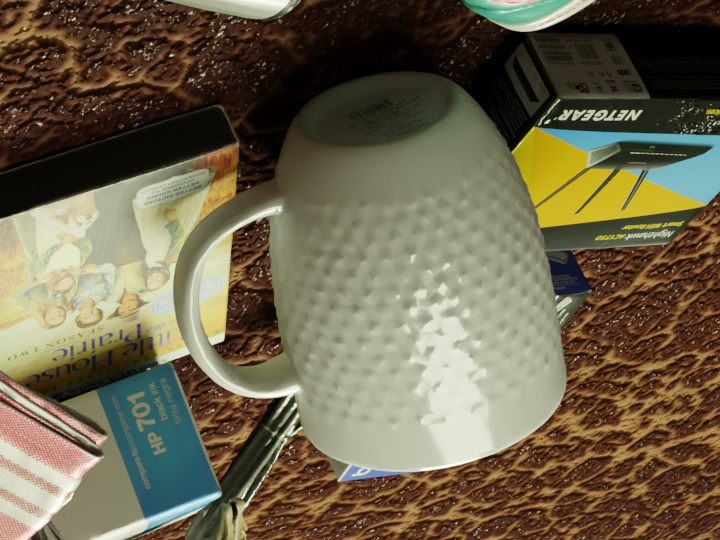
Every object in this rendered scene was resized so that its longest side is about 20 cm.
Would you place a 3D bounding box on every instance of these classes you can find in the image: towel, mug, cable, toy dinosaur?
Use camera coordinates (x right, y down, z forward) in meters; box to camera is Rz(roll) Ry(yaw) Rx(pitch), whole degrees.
[{"bbox_3d":[-0.242,0.116,1.274,0.146,0.030,0.200,35,109,-25],"label":"towel"},{"bbox_3d":[0.000,0.000,1.328,0.200,0.148,0.176,-16,118,-10],"label":"mug"},{"bbox_3d":[-0.032,0.088,1.502,0.200,0.050,0.097,-57,178,-7],"label":"cable"},{"bbox_3d":[-0.142,0.189,1.435,0.200,0.058,0.101,-26,175,36],"label":"toy dinosaur"}]

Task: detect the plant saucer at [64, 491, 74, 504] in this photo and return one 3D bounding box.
[{"bbox_3d":[-0.280,0.085,1.283,0.200,0.037,0.200,-30,120,5],"label":"plant saucer"}]

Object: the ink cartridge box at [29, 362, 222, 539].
[{"bbox_3d":[-0.191,0.131,1.430,0.200,0.086,0.146,-19,174,-13],"label":"ink cartridge box"}]

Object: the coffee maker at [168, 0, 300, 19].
[{"bbox_3d":[-0.097,-0.184,0.954,0.200,0.135,0.192,-5,145,-37],"label":"coffee maker"}]

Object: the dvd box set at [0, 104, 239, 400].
[{"bbox_3d":[-0.139,0.000,1.352,0.146,0.029,0.200,-18,151,-17],"label":"dvd box set"}]

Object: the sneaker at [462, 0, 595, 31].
[{"bbox_3d":[0.110,-0.190,1.193,0.200,0.084,0.121,-38,161,22],"label":"sneaker"}]

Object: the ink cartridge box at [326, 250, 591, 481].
[{"bbox_3d":[0.057,0.059,1.617,0.094,0.044,0.200,-4,146,-35],"label":"ink cartridge box"}]

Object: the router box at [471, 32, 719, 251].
[{"bbox_3d":[0.138,-0.071,1.450,0.200,0.051,0.149,-4,147,-38],"label":"router box"}]
